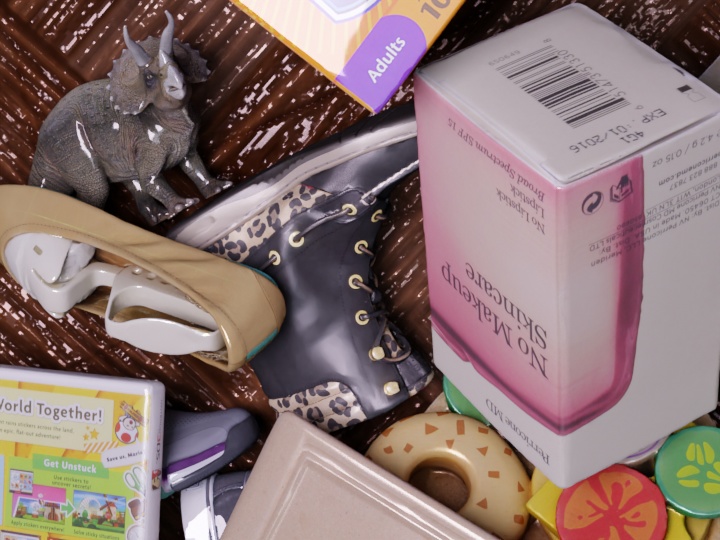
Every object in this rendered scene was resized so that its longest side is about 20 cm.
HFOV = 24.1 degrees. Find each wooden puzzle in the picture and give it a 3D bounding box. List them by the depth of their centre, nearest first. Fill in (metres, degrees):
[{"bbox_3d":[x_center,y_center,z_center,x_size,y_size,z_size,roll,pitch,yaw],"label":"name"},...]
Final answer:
[{"bbox_3d":[-0.001,0.202,0.911,0.199,0.037,0.186,30,101,23],"label":"wooden puzzle"}]

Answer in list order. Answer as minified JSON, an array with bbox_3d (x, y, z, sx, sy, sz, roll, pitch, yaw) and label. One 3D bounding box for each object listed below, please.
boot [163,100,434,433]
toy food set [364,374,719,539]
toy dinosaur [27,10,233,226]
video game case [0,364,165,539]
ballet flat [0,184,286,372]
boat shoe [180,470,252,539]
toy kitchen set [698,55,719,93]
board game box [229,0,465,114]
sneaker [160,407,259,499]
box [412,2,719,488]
[{"bbox_3d":[0.000,0.000,0.961,0.199,0.073,0.151,-26,97,14],"label":"boot"},{"bbox_3d":[0.111,0.120,0.941,0.200,0.049,0.198,37,73,28],"label":"toy food set"},{"bbox_3d":[-0.138,-0.072,0.968,0.199,0.077,0.103,-21,97,42],"label":"toy dinosaur"},{"bbox_3d":[-0.208,0.147,0.979,0.199,0.023,0.183,4,93,22],"label":"video game case"},{"bbox_3d":[-0.140,0.004,0.932,0.199,0.063,0.069,16,135,16],"label":"ballet flat"},{"bbox_3d":[-0.055,0.218,1.018,0.067,0.072,0.201,-10,94,9],"label":"boat shoe"},{"bbox_3d":[0.267,-0.021,0.943,0.163,0.181,0.200,30,66,35],"label":"toy kitchen set"},{"bbox_3d":[-0.001,-0.227,0.848,0.199,0.200,0.200,38,102,-3],"label":"board game box"},{"bbox_3d":[-0.162,0.101,1.001,0.199,0.074,0.088,-20,94,10],"label":"sneaker"},{"bbox_3d":[0.108,-0.012,0.867,0.108,0.128,0.201,-24,132,-21],"label":"box"}]
